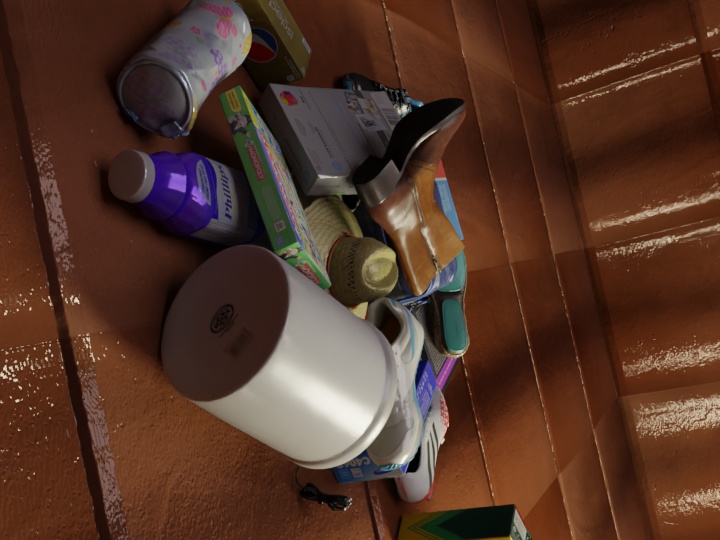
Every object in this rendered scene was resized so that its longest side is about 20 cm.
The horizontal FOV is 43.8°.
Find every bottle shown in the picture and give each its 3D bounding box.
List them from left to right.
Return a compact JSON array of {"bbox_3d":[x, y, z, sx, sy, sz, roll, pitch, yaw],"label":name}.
[{"bbox_3d":[-0.172,-0.076,0.911,0.199,0.064,0.085,17,55,-62],"label":"bottle"}]

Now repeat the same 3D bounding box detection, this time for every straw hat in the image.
[{"bbox_3d":[0.000,0.000,1.100,0.200,0.084,0.206,18,70,-60],"label":"straw hat"}]

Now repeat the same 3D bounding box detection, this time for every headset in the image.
[{"bbox_3d":[-0.019,0.177,1.063,0.203,0.092,0.124,-67,152,-21],"label":"headset"}]

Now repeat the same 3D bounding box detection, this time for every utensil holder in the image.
[{"bbox_3d":[-0.080,0.089,0.908,0.200,0.167,0.173,41,42,-48],"label":"utensil holder"}]

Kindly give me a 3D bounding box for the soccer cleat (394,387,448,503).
[{"bbox_3d":[0.084,0.239,1.309,0.086,0.067,0.203,59,33,-41],"label":"soccer cleat"}]

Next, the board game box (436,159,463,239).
[{"bbox_3d":[0.096,-0.120,1.429,0.200,0.040,0.156,-157,-131,-78],"label":"board game box"}]

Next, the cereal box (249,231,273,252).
[{"bbox_3d":[-0.089,0.021,1.071,0.200,0.039,0.146,49,38,-47],"label":"cereal box"}]

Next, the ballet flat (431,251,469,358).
[{"bbox_3d":[0.137,0.045,1.457,0.065,0.069,0.204,129,-36,-67],"label":"ballet flat"}]

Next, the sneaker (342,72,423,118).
[{"bbox_3d":[0.037,-0.281,1.457,0.199,0.080,0.075,10,70,-63],"label":"sneaker"}]

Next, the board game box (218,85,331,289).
[{"bbox_3d":[-0.093,-0.086,0.987,0.135,0.029,0.203,58,10,-66],"label":"board game box"}]

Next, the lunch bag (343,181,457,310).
[{"bbox_3d":[0.047,-0.038,1.284,0.132,0.134,0.204,-13,87,-62],"label":"lunch bag"}]

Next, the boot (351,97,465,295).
[{"bbox_3d":[0.098,-0.095,1.152,0.189,0.068,0.201,-49,129,-20],"label":"boot"}]

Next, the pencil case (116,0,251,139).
[{"bbox_3d":[-0.179,-0.220,0.947,0.091,0.082,0.201,48,33,-21],"label":"pencil case"}]

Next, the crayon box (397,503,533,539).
[{"bbox_3d":[0.167,0.420,1.263,0.202,0.170,0.059,62,31,-29],"label":"crayon box"}]

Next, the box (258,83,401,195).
[{"bbox_3d":[-0.016,-0.170,1.170,0.197,0.041,0.158,-5,57,-41],"label":"box"}]

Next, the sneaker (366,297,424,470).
[{"bbox_3d":[0.029,0.130,1.045,0.081,0.075,0.203,47,38,-49],"label":"sneaker"}]

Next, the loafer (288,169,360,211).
[{"bbox_3d":[-0.059,-0.099,1.160,0.199,0.067,0.077,-21,101,-66],"label":"loafer"}]

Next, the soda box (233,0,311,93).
[{"bbox_3d":[-0.138,-0.325,1.113,0.201,0.067,0.065,57,31,-38],"label":"soda box"}]

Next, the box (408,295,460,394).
[{"bbox_3d":[0.107,0.089,1.474,0.143,0.035,0.204,-46,121,-63],"label":"box"}]

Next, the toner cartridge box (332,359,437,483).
[{"bbox_3d":[0.034,0.196,1.185,0.044,0.093,0.201,66,27,-20],"label":"toner cartridge box"}]
